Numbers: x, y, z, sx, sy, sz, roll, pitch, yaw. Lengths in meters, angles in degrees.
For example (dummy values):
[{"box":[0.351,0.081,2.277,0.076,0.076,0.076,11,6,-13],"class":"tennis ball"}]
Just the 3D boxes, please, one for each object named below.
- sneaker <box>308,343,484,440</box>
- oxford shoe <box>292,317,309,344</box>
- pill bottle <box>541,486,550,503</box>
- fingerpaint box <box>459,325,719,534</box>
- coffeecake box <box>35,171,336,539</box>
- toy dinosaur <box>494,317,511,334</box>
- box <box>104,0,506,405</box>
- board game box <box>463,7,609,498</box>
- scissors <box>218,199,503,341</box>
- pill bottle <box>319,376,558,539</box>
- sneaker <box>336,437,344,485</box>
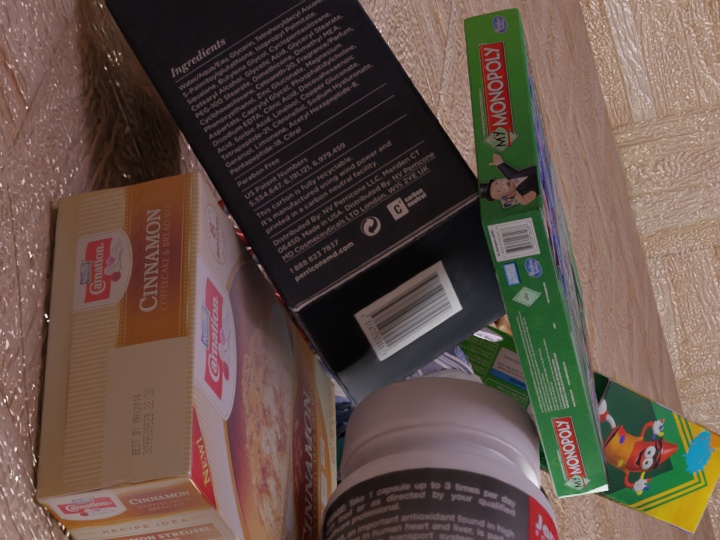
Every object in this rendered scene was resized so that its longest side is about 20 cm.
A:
[{"box":[-0.007,0.057,1.238,0.199,0.077,0.086,6,59,-53],"class":"sneaker"},{"box":[-0.013,-0.016,1.329,0.071,0.072,0.201,15,78,-27],"class":"oxford shoe"},{"box":[0.056,0.163,1.386,0.200,0.110,0.112,33,48,-72],"class":"pill bottle"},{"box":[0.120,0.093,1.431,0.167,0.199,0.074,27,88,-49],"class":"fingerpaint box"},{"box":[-0.073,0.076,0.992,0.200,0.073,0.154,60,24,-53],"class":"coffeecake box"},{"box":[0.075,0.028,1.592,0.106,0.060,0.200,50,-11,-14],"class":"toy dinosaur"},{"box":[-0.021,-0.058,1.067,0.201,0.107,0.149,57,-1,23],"class":"box"},{"box":[0.085,-0.005,1.023,0.201,0.029,0.135,71,11,-45],"class":"board game box"},{"box":[0.000,0.000,1.232,0.199,0.014,0.073,10,44,-38],"class":"scissors"},{"box":[0.035,0.155,0.982,0.114,0.113,0.201,66,22,-45],"class":"pill bottle"},{"box":[-0.020,0.152,1.139,0.200,0.077,0.092,-51,125,-64],"class":"sneaker"}]
